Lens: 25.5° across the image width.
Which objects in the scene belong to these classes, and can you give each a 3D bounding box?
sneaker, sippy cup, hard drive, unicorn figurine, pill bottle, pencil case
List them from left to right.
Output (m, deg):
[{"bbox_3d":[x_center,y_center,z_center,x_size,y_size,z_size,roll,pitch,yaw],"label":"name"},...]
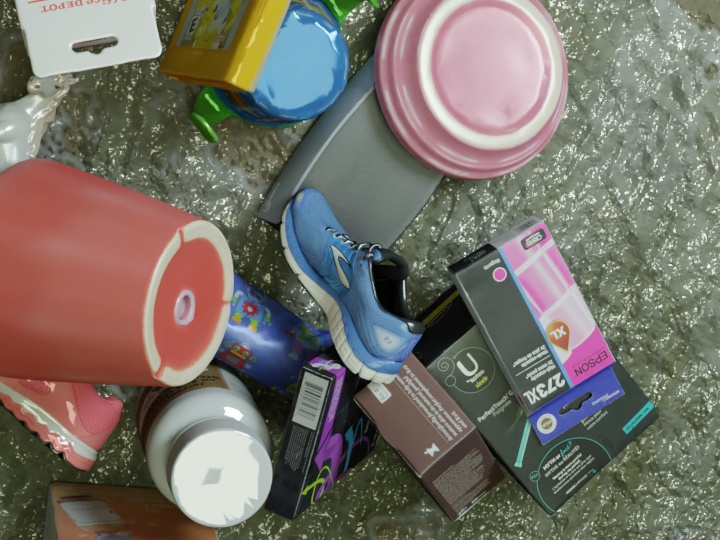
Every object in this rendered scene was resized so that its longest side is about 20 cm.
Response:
[{"bbox_3d":[-0.316,-0.105,1.415,0.137,0.074,0.201,-18,126,-34],"label":"unicorn figurine"},{"bbox_3d":[-0.303,0.095,1.474,0.200,0.074,0.087,46,76,-22],"label":"sneaker"},{"bbox_3d":[-0.141,0.156,1.447,0.114,0.200,0.115,-3,103,-13],"label":"pill bottle"},{"bbox_3d":[-0.108,0.051,1.497,0.199,0.087,0.078,32,136,-17],"label":"pencil case"},{"bbox_3d":[-0.068,-0.189,1.423,0.139,0.130,0.179,14,98,-16],"label":"sippy cup"},{"bbox_3d":[0.000,0.000,1.418,0.089,0.201,0.078,-45,151,25],"label":"sneaker"},{"bbox_3d":[0.010,-0.095,1.508,0.135,0.042,0.200,37,92,-18],"label":"hard drive"}]

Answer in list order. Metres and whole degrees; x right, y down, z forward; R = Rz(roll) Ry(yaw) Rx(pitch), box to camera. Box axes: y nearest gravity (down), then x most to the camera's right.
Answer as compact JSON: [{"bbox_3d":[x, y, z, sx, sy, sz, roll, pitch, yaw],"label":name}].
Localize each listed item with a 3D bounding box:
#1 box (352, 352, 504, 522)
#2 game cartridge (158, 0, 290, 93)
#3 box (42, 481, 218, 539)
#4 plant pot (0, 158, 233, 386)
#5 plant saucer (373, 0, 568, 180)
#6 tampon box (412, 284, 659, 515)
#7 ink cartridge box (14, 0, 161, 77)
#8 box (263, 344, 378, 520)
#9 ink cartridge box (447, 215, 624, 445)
[{"bbox_3d":[0.067,0.158,1.491,0.075,0.200,0.100,-40,67,-2],"label":"box"},{"bbox_3d":[-0.099,-0.254,1.365,0.032,0.176,0.201,21,89,-28],"label":"game cartridge"},{"bbox_3d":[-0.212,0.280,1.458,0.151,0.200,0.107,6,101,-15],"label":"box"},{"bbox_3d":[-0.218,0.014,1.360,0.176,0.200,0.202,12,102,25],"label":"plant pot"},{"bbox_3d":[0.112,-0.186,1.480,0.199,0.051,0.202,1,88,-24],"label":"plant saucer"},{"bbox_3d":[0.160,0.101,1.544,0.150,0.126,0.200,-41,107,-2],"label":"tampon box"},{"bbox_3d":[-0.243,-0.258,1.361,0.116,0.068,0.201,-11,79,-10],"label":"ink cartridge box"},{"bbox_3d":[-0.018,0.129,1.464,0.036,0.200,0.144,20,110,15],"label":"box"},{"bbox_3d":[0.166,0.059,1.453,0.094,0.037,0.201,-31,108,-5],"label":"ink cartridge box"}]
